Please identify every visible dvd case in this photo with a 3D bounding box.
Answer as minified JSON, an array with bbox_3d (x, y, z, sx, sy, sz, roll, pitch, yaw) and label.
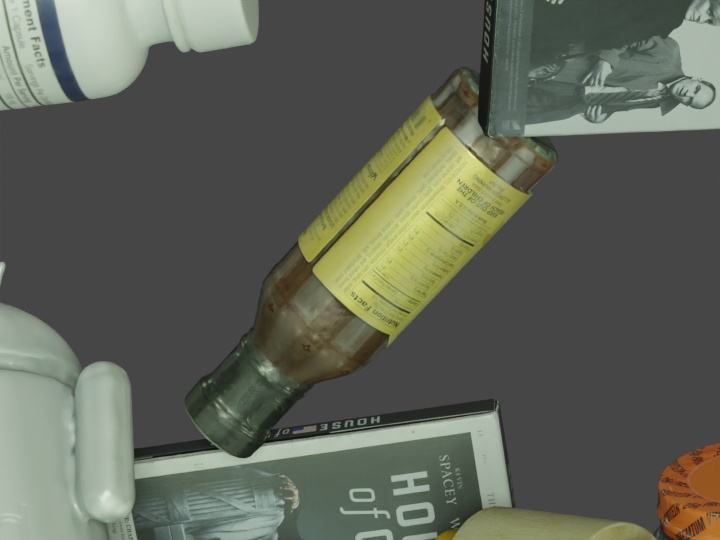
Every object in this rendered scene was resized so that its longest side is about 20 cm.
[{"bbox_3d":[-0.023,0.145,1.246,0.199,0.025,0.151,-8,107,6],"label":"dvd case"},{"bbox_3d":[0.151,-0.129,1.091,0.199,0.025,0.151,-3,118,-11],"label":"dvd case"}]

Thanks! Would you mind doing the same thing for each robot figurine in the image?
[{"bbox_3d":[-0.169,0.097,1.167,0.169,0.113,0.201,-21,61,18],"label":"robot figurine"}]

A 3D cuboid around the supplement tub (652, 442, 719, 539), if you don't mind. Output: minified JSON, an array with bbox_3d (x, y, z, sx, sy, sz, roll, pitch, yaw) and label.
[{"bbox_3d":[0.188,0.184,1.198,0.122,0.123,0.201,-6,106,4],"label":"supplement tub"}]

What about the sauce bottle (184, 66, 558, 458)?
[{"bbox_3d":[0.000,0.000,1.181,0.065,0.065,0.200,42,106,-10],"label":"sauce bottle"}]

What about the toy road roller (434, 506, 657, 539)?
[{"bbox_3d":[0.092,0.214,1.156,0.146,0.123,0.201,27,74,-40],"label":"toy road roller"}]

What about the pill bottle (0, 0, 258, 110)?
[{"bbox_3d":[-0.147,-0.127,1.118,0.199,0.120,0.120,-7,107,4],"label":"pill bottle"}]
